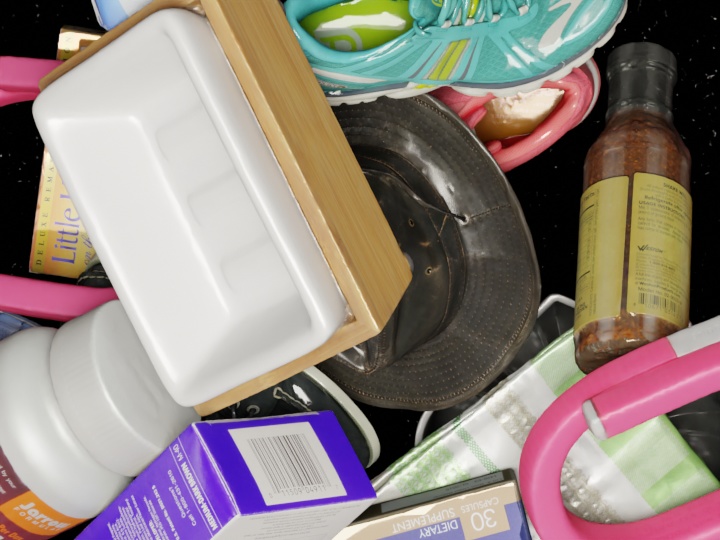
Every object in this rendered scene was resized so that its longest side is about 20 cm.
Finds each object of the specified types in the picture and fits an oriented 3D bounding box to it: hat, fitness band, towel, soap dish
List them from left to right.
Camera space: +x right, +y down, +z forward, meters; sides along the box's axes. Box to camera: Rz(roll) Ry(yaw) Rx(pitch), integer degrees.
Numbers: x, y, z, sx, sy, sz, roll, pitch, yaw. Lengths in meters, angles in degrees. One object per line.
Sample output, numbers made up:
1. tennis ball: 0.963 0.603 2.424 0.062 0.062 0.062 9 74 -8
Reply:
1. fitness band: -0.164 -0.044 1.483 0.200 0.037 0.144 8 82 18
2. soap dish: -0.070 -0.040 1.368 0.157 0.081 0.200 -27 89 48
3. hat: 0.000 0.000 1.448 0.200 0.081 0.201 8 116 17
4. towel: 0.094 0.140 1.509 0.200 0.031 0.149 -38 100 5
5. fitness band: 0.184 0.096 1.432 0.200 0.037 0.144 -22 131 1

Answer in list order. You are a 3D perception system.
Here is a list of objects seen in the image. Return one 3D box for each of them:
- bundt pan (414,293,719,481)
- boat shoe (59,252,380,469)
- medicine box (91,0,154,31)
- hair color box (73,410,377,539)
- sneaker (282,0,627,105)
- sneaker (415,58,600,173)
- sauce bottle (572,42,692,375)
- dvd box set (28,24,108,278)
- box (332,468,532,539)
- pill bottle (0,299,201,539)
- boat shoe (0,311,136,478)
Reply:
1. bundt pan: 0.131 0.104 1.549 0.202 0.076 0.202 0 100 1
2. boat shoe: -0.084 0.067 1.505 0.199 0.066 0.075 38 143 -2
3. medicine box: -0.050 -0.208 1.440 0.200 0.182 0.103 -15 99 3
4. hair color box: -0.096 0.156 1.450 0.200 0.109 0.065 -46 62 33
5. sneaker: 0.046 -0.131 1.396 0.200 0.080 0.078 -13 76 -5
6. sneaker: 0.040 -0.075 1.483 0.200 0.087 0.074 -25 100 5
7. sauce bottle: 0.155 -0.034 1.485 0.066 0.066 0.200 9 62 -1
8. dvd box set: -0.085 -0.056 1.544 0.200 0.029 0.147 8 101 -2
9. box: 0.053 0.222 1.491 0.121 0.032 0.200 -15 101 0
10. pill bottle: -0.192 0.097 1.455 0.200 0.110 0.110 -27 100 26
11. boat shoe: -0.155 0.085 1.549 0.200 0.072 0.072 36 105 -2
